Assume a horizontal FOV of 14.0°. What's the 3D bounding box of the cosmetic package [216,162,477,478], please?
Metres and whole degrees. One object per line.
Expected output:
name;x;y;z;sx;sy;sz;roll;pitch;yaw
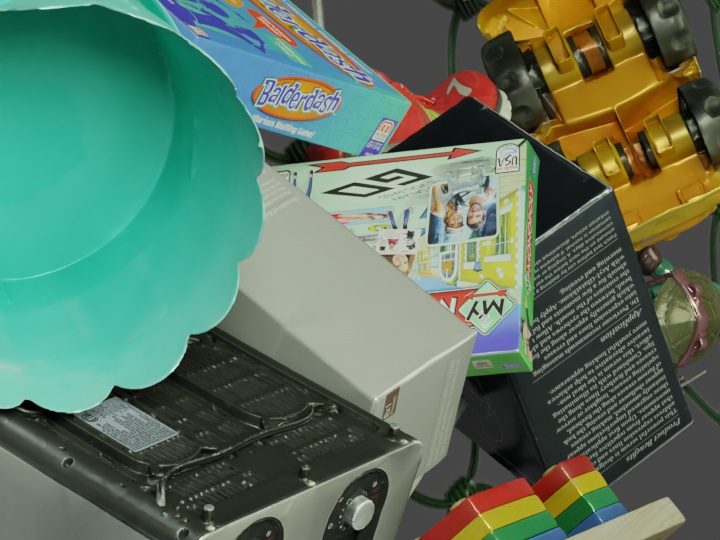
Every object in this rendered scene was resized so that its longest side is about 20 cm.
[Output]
cosmetic package;-0.041;0.028;1.562;0.200;0.107;0.090;38;51;21

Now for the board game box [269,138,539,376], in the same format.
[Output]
board game box;0.000;0.000;1.653;0.029;0.200;0.135;55;33;-57

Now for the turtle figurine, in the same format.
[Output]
turtle figurine;0.197;0.032;2.033;0.200;0.101;0.150;-7;83;-51

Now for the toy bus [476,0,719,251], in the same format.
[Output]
toy bus;0.178;-0.088;1.990;0.192;0.136;0.200;62;6;-64

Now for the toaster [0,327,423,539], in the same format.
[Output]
toaster;-0.101;0.110;1.451;0.181;0.200;0.119;-20;130;-49

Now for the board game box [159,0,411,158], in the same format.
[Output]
board game box;-0.084;-0.134;1.647;0.152;0.045;0.200;41;16;32

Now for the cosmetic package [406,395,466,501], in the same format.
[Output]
cosmetic package;-0.019;0.099;1.701;0.102;0.074;0.200;62;37;-19

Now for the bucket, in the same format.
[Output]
bucket;-0.153;-0.050;1.400;0.207;0.207;0.135;53;-1;-29

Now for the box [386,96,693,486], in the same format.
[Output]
box;0.096;0.022;1.768;0.107;0.148;0.200;-35;130;-15

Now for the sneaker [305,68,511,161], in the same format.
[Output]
sneaker;0.030;-0.094;1.855;0.085;0.077;0.200;60;34;-10

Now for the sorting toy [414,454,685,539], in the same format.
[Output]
sorting toy;0.059;0.190;1.686;0.070;0.199;0.200;54;28;14
